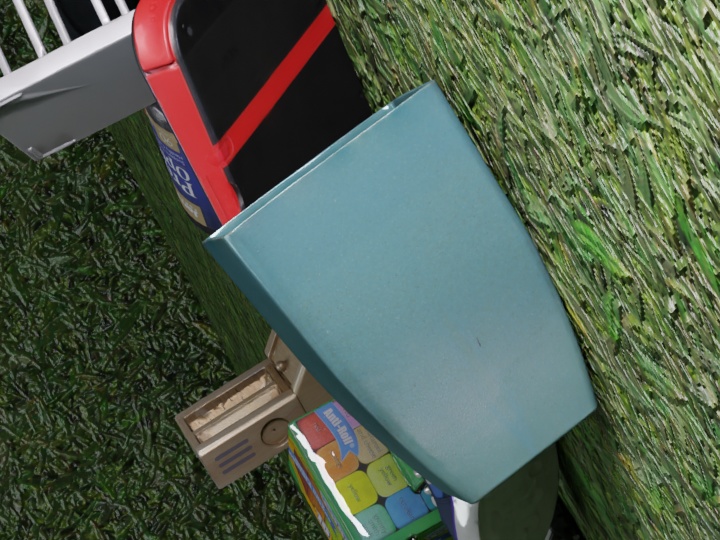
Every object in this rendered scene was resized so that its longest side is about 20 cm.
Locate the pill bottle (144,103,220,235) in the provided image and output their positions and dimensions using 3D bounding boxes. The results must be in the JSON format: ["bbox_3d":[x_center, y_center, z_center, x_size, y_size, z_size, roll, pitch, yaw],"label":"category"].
[{"bbox_3d":[-0.093,-0.093,1.897,0.112,0.111,0.200,57,170,35],"label":"pill bottle"}]

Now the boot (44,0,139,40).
[{"bbox_3d":[-0.179,-0.242,1.929,0.162,0.074,0.199,6,141,39],"label":"boot"}]

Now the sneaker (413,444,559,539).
[{"bbox_3d":[0.044,0.089,1.592,0.146,0.080,0.201,26,138,43],"label":"sneaker"}]

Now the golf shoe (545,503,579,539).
[{"bbox_3d":[0.113,0.218,1.661,0.200,0.094,0.078,60,173,32],"label":"golf shoe"}]

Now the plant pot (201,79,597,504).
[{"bbox_3d":[0.031,0.022,1.392,0.200,0.141,0.141,54,173,-5],"label":"plant pot"}]

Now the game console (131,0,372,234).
[{"bbox_3d":[-0.062,-0.116,1.514,0.178,0.031,0.200,67,-150,-23],"label":"game console"}]

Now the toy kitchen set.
[{"bbox_3d":[-0.082,0.069,2.107,0.201,0.180,0.163,63,172,-33],"label":"toy kitchen set"}]

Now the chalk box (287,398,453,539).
[{"bbox_3d":[0.024,0.150,1.895,0.125,0.124,0.200,60,172,14],"label":"chalk box"}]

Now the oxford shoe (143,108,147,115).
[{"bbox_3d":[-0.172,-0.177,2.295,0.071,0.071,0.201,54,167,54],"label":"oxford shoe"}]

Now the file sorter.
[{"bbox_3d":[-0.168,-0.184,1.656,0.125,0.199,0.139,65,-176,12],"label":"file sorter"}]
